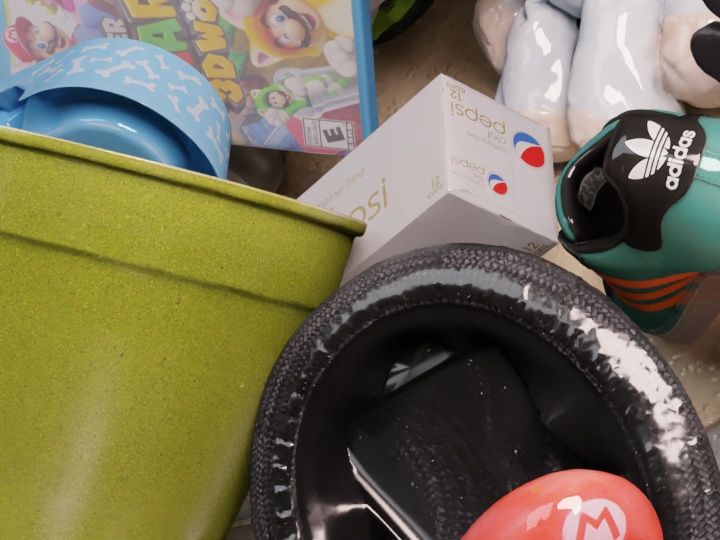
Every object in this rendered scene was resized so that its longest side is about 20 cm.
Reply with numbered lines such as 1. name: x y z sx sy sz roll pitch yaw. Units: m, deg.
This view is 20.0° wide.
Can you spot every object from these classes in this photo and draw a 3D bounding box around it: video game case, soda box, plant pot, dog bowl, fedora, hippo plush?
1. video game case: -0.093 -0.123 0.951 0.200 0.143 0.018 7 40 15
2. soda box: 0.000 0.000 0.923 0.200 0.064 0.068 -39 39 40
3. plant pot: -0.115 0.051 0.837 0.200 0.200 0.193 12 89 49
4. dog bowl: -0.145 -0.049 0.988 0.200 0.111 0.050 -19 37 36
5. fedora: 0.056 0.090 0.784 0.200 0.092 0.201 -2 86 23
6. hippo plush: 0.096 -0.152 0.893 0.200 0.161 0.159 -45 39 12

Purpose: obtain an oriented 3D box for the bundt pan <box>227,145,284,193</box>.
1. bundt pan: -0.117 -0.048 1.101 0.202 0.076 0.202 -26 46 30

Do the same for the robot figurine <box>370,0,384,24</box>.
1. robot figurine: -0.063 -0.163 0.996 0.200 0.113 0.170 0 91 20

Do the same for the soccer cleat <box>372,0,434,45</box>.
1. soccer cleat: 0.054 -0.181 1.038 0.200 0.081 0.068 -47 57 42

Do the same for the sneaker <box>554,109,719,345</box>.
1. sneaker: 0.111 -0.023 0.775 0.200 0.080 0.072 114 176 -78

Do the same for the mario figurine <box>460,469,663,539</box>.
1. mario figurine: 0.077 0.163 0.660 0.106 0.123 0.200 2 105 22

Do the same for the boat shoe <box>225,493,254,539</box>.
1. boat shoe: -0.121 0.108 0.937 0.200 0.070 0.072 -2 101 15

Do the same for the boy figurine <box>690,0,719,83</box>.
1. boy figurine: 0.206 -0.153 0.834 0.064 0.124 0.200 29 61 23
